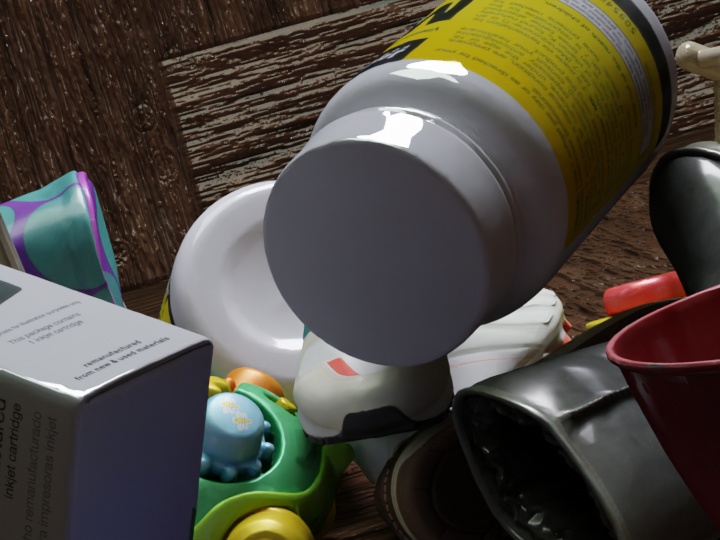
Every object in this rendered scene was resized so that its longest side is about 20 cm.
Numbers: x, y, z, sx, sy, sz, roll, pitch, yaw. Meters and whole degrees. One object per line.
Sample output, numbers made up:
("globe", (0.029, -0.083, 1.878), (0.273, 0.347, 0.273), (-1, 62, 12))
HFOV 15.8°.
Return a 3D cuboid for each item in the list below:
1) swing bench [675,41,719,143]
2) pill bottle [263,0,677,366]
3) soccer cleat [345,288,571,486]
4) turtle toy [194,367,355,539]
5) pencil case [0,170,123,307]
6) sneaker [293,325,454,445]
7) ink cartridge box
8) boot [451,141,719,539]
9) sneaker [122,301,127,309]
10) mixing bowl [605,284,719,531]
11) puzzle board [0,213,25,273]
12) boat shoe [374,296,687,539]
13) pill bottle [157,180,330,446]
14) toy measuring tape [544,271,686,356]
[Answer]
("swing bench", (0.282, -0.054, 1.249), (0.199, 0.130, 0.199), (0, 0, -18))
("pill bottle", (0.046, -0.046, 1.050), (0.114, 0.115, 0.200), (-12, 18, 31))
("soccer cleat", (0.043, 0.042, 1.211), (0.069, 0.078, 0.200), (-49, -1, 29))
("turtle toy", (-0.100, 0.098, 1.131), (0.199, 0.101, 0.146), (-15, 5, 5))
("pencil case", (-0.198, 0.032, 1.148), (0.200, 0.085, 0.092), (-23, -9, -6))
("sneaker", (0.000, 0.000, 1.120), (0.070, 0.094, 0.200), (-11, 22, 10))
("ink cartridge box", (-0.163, 0.073, 0.956), (0.200, 0.146, 0.084), (17, 23, 27))
("boot", (0.114, 0.033, 1.021), (0.200, 0.073, 0.182), (-20, 49, -30))
("sneaker", (-0.121, 0.056, 1.226), (0.076, 0.200, 0.092), (-45, -16, -49))
("mixing bowl", (0.183, 0.049, 0.776), (0.200, 0.109, 0.200), (-16, 5, 1))
("puzzle board", (-0.163, 0.072, 1.049), (0.150, 0.200, 0.017), (-11, 15, 38))
("boat shoe", (0.094, 0.062, 1.116), (0.202, 0.075, 0.075), (-18, 0, -22))
("pill bottle", (-0.049, 0.042, 1.307), (0.112, 0.113, 0.200), (-17, -17, -17))
("toy measuring tape", (0.118, 0.044, 1.282), (0.200, 0.074, 0.073), (-17, 3, 46))
